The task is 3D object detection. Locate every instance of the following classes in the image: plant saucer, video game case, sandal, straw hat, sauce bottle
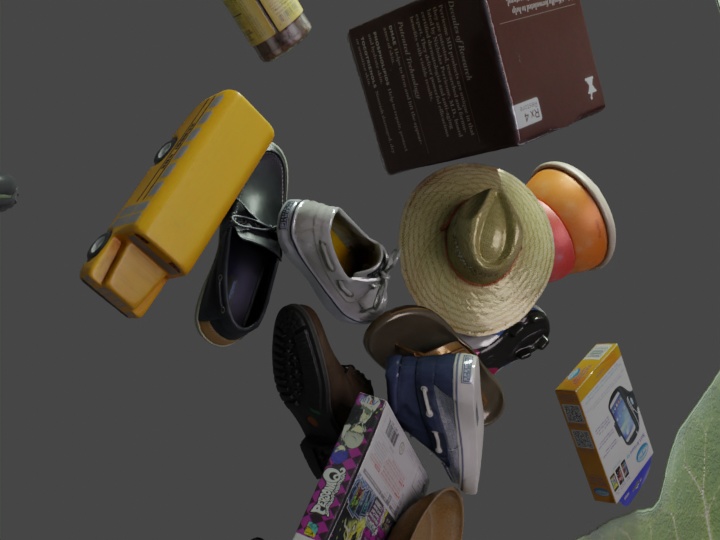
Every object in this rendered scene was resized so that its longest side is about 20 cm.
[{"bbox_3d":[0.053,0.318,0.904,0.200,0.035,0.205,-39,136,-52],"label":"plant saucer"},{"bbox_3d":[0.002,0.244,0.850,0.184,0.035,0.201,-64,151,-24],"label":"video game case"},{"bbox_3d":[0.089,0.107,0.923,0.199,0.054,0.081,40,93,-25],"label":"sandal"},{"bbox_3d":[0.137,-0.037,0.956,0.196,0.085,0.206,2,75,-7],"label":"straw hat"},{"bbox_3d":[-0.121,-0.298,0.824,0.065,0.064,0.202,-47,117,-33],"label":"sauce bottle"}]

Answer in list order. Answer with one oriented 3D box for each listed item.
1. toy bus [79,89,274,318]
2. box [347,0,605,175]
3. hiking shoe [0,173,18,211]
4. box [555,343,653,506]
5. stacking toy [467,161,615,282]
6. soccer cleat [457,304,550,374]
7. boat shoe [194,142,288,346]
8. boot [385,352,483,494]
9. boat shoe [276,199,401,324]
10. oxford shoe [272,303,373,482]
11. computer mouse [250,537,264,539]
[{"bbox_3d":[-0.157,-0.058,0.762,0.065,0.077,0.202,44,60,-29],"label":"toy bus"},{"bbox_3d":[0.122,-0.216,0.942,0.164,0.198,0.168,-24,101,-40],"label":"box"},{"bbox_3d":[-0.332,-0.099,0.613,0.197,0.075,0.103,16,79,-38],"label":"hiking shoe"},{"bbox_3d":[0.340,0.218,1.204,0.118,0.041,0.204,-35,111,-38],"label":"box"},{"bbox_3d":[0.195,-0.027,1.060,0.198,0.145,0.149,-30,106,-21],"label":"stacking toy"},{"bbox_3d":[0.125,0.093,1.013,0.197,0.086,0.071,-23,113,-16],"label":"soccer cleat"},{"bbox_3d":[-0.101,-0.028,0.821,0.074,0.062,0.204,26,68,-34],"label":"boat shoe"},{"bbox_3d":[0.077,0.154,0.892,0.074,0.088,0.203,-73,161,-45],"label":"boot"},{"bbox_3d":[0.001,-0.005,0.858,0.203,0.084,0.076,53,49,-50],"label":"boat shoe"},{"bbox_3d":[-0.032,0.114,0.868,0.084,0.072,0.204,-37,122,-39],"label":"oxford shoe"},{"bbox_3d":[-0.111,0.351,0.805,0.058,0.034,0.204,20,68,-21],"label":"computer mouse"}]
